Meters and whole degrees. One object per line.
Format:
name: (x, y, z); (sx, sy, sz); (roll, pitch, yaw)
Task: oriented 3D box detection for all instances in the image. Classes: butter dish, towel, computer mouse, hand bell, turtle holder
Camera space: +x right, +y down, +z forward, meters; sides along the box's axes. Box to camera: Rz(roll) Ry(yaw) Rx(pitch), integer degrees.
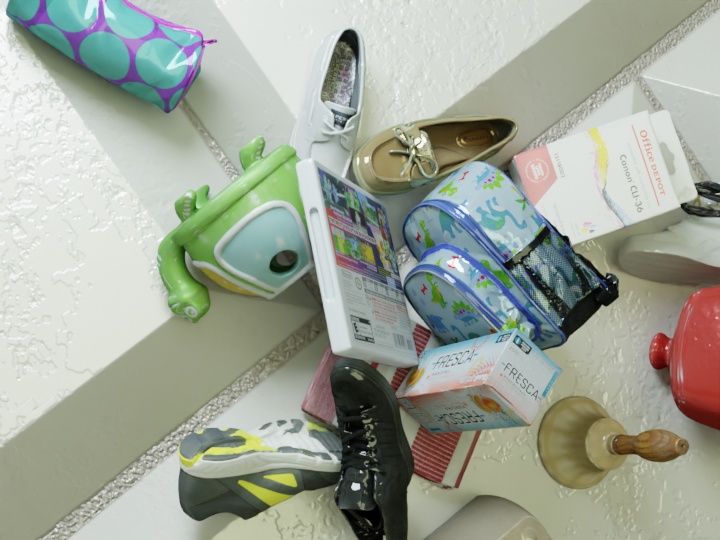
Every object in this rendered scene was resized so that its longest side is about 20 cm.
butter dish: (0.405, 0.101, 1.167); (0.199, 0.146, 0.203); (31, 69, -59)
towel: (0.047, 0.130, 1.097); (0.199, 0.023, 0.145); (31, 72, -15)
computer mouse: (0.347, -0.112, 1.201); (0.198, 0.034, 0.059); (27, 82, 5)
hand bell: (0.281, 0.184, 1.075); (0.103, 0.200, 0.106); (3, 82, -19)
turtle holder: (-0.114, -0.034, 1.000); (0.185, 0.141, 0.132); (-41, 98, -20)

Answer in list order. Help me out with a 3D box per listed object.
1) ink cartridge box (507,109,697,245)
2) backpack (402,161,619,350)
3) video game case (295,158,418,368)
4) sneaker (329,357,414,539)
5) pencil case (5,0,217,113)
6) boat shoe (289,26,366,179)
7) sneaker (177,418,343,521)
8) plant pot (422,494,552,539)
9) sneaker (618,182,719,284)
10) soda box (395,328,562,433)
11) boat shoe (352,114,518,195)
ink cartridge box: (0.280, -0.104, 1.150); (0.198, 0.067, 0.118); (-20, 89, 0)
backpack: (0.131, 0.000, 1.058); (0.147, 0.183, 0.201); (-39, 91, -20)
video game case: (0.000, 0.000, 1.008); (0.023, 0.200, 0.185); (-16, 76, 19)
sneaker: (0.008, 0.191, 0.992); (0.105, 0.059, 0.201); (-61, 137, -46)
pencil case: (-0.250, -0.243, 1.010); (0.199, 0.085, 0.093); (31, 102, -13)
boat shoe: (-0.028, -0.162, 1.084); (0.071, 0.068, 0.203); (17, 78, -16)
sneaker: (-0.095, 0.203, 1.022); (0.198, 0.075, 0.086); (5, 113, -28)
plant pot: (0.132, 0.341, 0.989); (0.199, 0.177, 0.201); (-32, 78, -21)
sneaker: (0.395, -0.049, 1.222); (0.197, 0.074, 0.117); (6, 67, -15)
soda box: (0.109, 0.113, 1.004); (0.063, 0.200, 0.069); (41, 67, -12)
boat shoe: (0.081, -0.135, 1.108); (0.198, 0.062, 0.074); (-23, 94, -29)
